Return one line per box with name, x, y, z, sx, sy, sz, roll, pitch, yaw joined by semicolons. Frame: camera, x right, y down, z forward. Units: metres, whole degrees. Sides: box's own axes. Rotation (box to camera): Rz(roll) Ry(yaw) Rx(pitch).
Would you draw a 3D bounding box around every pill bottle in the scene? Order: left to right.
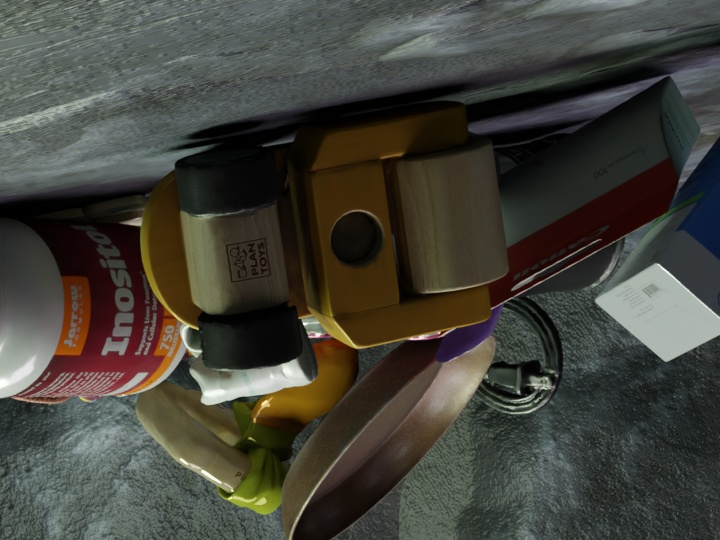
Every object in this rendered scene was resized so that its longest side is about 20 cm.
pill bottle;-0.204;0.024;1.567;0.113;0.113;0.200;-14;172;33

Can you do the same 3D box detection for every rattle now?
rattle;-0.091;0.075;1.765;0.130;0.143;0.200;16;-168;-15

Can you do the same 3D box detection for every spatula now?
spatula;0.102;0.000;1.586;0.056;0.021;0.200;-32;-173;40

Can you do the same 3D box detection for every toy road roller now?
toy road roller;-0.027;-0.026;1.437;0.199;0.123;0.146;-11;-168;-14

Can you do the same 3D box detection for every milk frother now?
milk frother;0.071;0.014;1.793;0.188;0.201;0.180;-10;180;-37

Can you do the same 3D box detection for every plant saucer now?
plant saucer;0.013;0.108;1.702;0.200;0.034;0.200;-43;165;-15

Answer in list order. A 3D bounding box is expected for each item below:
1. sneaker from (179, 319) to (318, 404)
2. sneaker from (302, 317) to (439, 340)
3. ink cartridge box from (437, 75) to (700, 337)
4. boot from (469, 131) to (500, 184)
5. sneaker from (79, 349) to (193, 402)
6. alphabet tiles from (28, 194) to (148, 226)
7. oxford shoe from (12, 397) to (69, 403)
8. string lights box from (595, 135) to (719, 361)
sneaker;-0.081;0.010;1.597;0.080;0.071;0.201;-21;-145;6
sneaker;0.000;0.000;1.654;0.074;0.088;0.200;-2;-179;-42
ink cartridge box;0.120;-0.042;1.519;0.162;0.057;0.200;-30;-177;19
boot;-0.010;-0.044;1.564;0.199;0.074;0.096;-9;-177;4
sneaker;-0.161;0.047;1.738;0.199;0.090;0.075;7;-164;-9
alphabet tiles;-0.195;-0.026;1.698;0.199;0.015;0.196;-13;178;-1
oxford shoe;-0.285;0.042;1.790;0.074;0.071;0.200;2;158;46
string lights box;0.227;-0.049;1.434;0.200;0.059;0.103;-51;-177;-19
